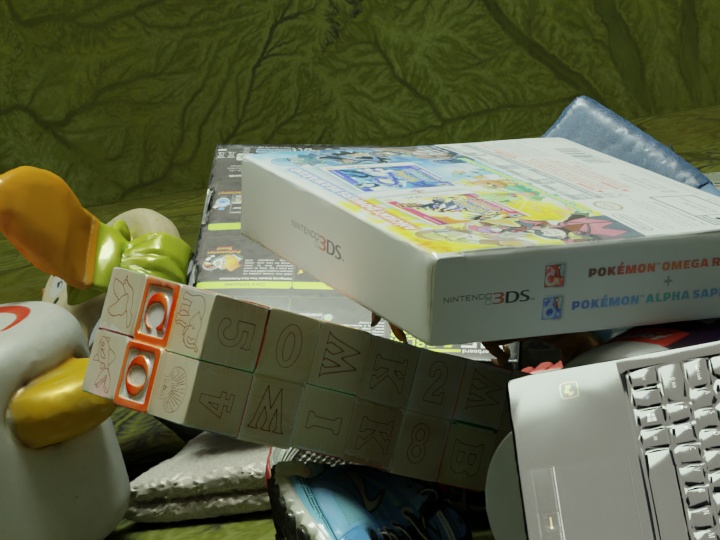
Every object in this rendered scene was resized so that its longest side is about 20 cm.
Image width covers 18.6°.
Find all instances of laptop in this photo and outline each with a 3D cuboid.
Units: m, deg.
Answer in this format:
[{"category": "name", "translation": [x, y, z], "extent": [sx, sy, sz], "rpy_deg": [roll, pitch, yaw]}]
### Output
[{"category": "laptop", "translation": [0.151, 0.061, 0.784], "extent": [0.199, 0.104, 0.178], "rpy_deg": [-11, 46, 6]}]

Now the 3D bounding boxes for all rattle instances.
[{"category": "rattle", "translation": [-0.201, 0.008, 1.339], "extent": [0.142, 0.131, 0.200], "rpy_deg": [12, -2, -31]}]

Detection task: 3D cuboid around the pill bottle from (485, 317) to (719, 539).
[{"category": "pill bottle", "translation": [0.141, 0.076, 0.966], "extent": [0.111, 0.112, 0.200], "rpy_deg": [-5, 10, 37]}]

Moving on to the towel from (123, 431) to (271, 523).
[{"category": "towel", "translation": [-0.030, 0.107, 1.271], "extent": [0.199, 0.035, 0.132], "rpy_deg": [-8, 8, 21]}]

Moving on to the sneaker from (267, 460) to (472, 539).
[{"category": "sneaker", "translation": [0.006, 0.119, 0.992], "extent": [0.089, 0.079, 0.200], "rpy_deg": [-8, 8, -1]}]

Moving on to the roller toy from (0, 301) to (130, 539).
[{"category": "roller toy", "translation": [-0.227, 0.095, 1.203], "extent": [0.182, 0.140, 0.200], "rpy_deg": [-19, 11, -17]}]

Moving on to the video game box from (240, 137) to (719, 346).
[{"category": "video game box", "translation": [0.065, -0.018, 1.002], "extent": [0.181, 0.047, 0.200], "rpy_deg": [-2, 15, -26]}]

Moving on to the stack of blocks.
[{"category": "stack of blocks", "translation": [-0.025, 0.051, 1.010], "extent": [0.199, 0.059, 0.115], "rpy_deg": [16, -3, -38]}]

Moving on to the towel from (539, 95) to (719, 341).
[{"category": "towel", "translation": [0.169, -0.004, 1.249], "extent": [0.112, 0.200, 0.049], "rpy_deg": [-46, -26, -5]}]

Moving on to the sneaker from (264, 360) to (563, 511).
[{"category": "sneaker", "translation": [0.048, 0.089, 1.137], "extent": [0.199, 0.078, 0.082], "rpy_deg": [-12, 9, -4]}]

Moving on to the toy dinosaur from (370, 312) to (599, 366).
[{"category": "toy dinosaur", "translation": [0.046, 0.010, 1.069], "extent": [0.199, 0.061, 0.106], "rpy_deg": [16, -2, -44]}]

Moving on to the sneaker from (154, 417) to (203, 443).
[{"category": "sneaker", "translation": [-0.060, 0.068, 1.388], "extent": [0.199, 0.092, 0.076], "rpy_deg": [-6, 46, 41]}]

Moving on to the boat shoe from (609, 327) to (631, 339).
[{"category": "boat shoe", "translation": [0.206, 0.059, 1.126], "extent": [0.199, 0.075, 0.066], "rpy_deg": [27, 63, 36]}]

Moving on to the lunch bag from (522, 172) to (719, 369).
[{"category": "lunch bag", "translation": [0.192, 0.012, 1.359], "extent": [0.163, 0.118, 0.200], "rpy_deg": [-2, 19, 30]}]

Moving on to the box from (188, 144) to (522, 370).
[{"category": "box", "translation": [0.000, 0.000, 1.315], "extent": [0.199, 0.048, 0.194], "rpy_deg": [0, 45, 5]}]

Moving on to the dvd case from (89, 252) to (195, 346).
[{"category": "dvd case", "translation": [-0.174, 0.065, 1.412], "extent": [0.200, 0.018, 0.143], "rpy_deg": [-50, 16, -8]}]
